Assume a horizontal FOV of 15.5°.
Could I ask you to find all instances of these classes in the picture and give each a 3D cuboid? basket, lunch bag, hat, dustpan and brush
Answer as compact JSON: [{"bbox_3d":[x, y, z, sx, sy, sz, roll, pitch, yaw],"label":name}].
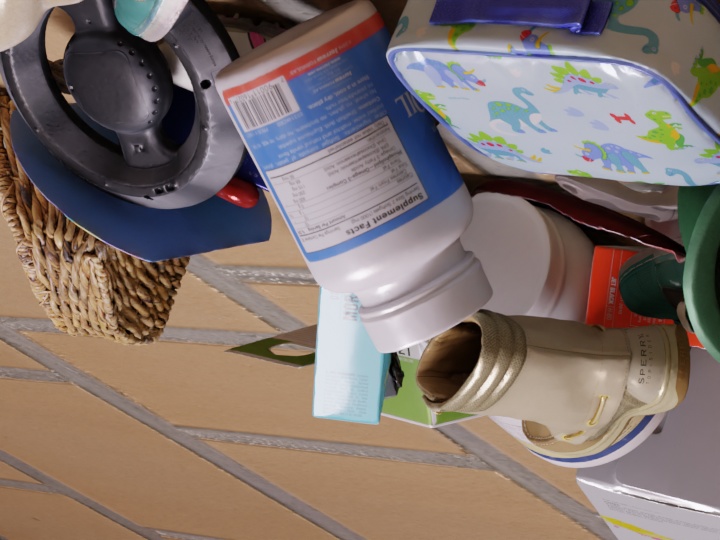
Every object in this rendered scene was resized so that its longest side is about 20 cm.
[{"bbox_3d":[-0.230,-0.028,2.076,0.148,0.143,0.200,15,162,14],"label":"basket"},{"bbox_3d":[0.125,-0.117,1.508,0.199,0.083,0.161,6,159,38],"label":"lunch bag"},{"bbox_3d":[0.220,-0.042,1.628,0.200,0.166,0.176,32,-177,-33],"label":"hat"},{"bbox_3d":[0.213,-0.039,1.687,0.199,0.057,0.139,26,162,-19],"label":"dustpan and brush"}]

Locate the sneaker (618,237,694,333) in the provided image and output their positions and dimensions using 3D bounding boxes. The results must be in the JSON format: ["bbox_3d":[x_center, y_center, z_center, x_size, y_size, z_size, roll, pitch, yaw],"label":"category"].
[{"bbox_3d":[0.257,0.025,1.663,0.199,0.080,0.071,-1,153,20],"label":"sneaker"}]

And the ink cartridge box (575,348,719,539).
[{"bbox_3d":[0.271,0.143,2.041,0.144,0.146,0.200,12,162,25],"label":"ink cartridge box"}]

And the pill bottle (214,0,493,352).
[{"bbox_3d":[0.002,-0.056,1.632,0.112,0.112,0.201,-10,110,59],"label":"pill bottle"}]

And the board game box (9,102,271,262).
[{"bbox_3d":[-0.158,-0.053,1.854,0.200,0.039,0.158,-12,-128,-49],"label":"board game box"}]

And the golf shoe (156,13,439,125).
[{"bbox_3d":[-0.048,-0.107,1.720,0.199,0.092,0.073,17,164,14],"label":"golf shoe"}]

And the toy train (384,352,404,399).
[{"bbox_3d":[-0.007,-0.003,1.912,0.034,0.201,0.046,-14,-164,11],"label":"toy train"}]

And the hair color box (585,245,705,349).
[{"bbox_3d":[0.263,0.025,1.779,0.199,0.062,0.101,9,-176,32],"label":"hair color box"}]

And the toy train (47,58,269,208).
[{"bbox_3d":[-0.136,-0.115,1.840,0.199,0.085,0.116,24,180,1],"label":"toy train"}]

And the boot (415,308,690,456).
[{"bbox_3d":[0.105,0.073,1.713,0.155,0.073,0.200,4,166,-19],"label":"boot"}]

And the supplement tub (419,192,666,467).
[{"bbox_3d":[0.127,0.042,1.890,0.144,0.145,0.200,7,158,37],"label":"supplement tub"}]

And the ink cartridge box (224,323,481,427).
[{"bbox_3d":[0.017,0.078,2.037,0.199,0.076,0.148,-13,-170,-25],"label":"ink cartridge box"}]

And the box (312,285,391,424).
[{"bbox_3d":[0.000,0.000,1.823,0.049,0.082,0.201,6,123,4],"label":"box"}]

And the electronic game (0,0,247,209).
[{"bbox_3d":[-0.157,-0.128,1.730,0.199,0.042,0.201,20,133,23],"label":"electronic game"}]

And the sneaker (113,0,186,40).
[{"bbox_3d":[-0.123,-0.199,1.541,0.080,0.072,0.200,27,157,-8],"label":"sneaker"}]

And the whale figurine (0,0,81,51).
[{"bbox_3d":[-0.226,-0.220,1.603,0.159,0.104,0.200,27,137,-20],"label":"whale figurine"}]
